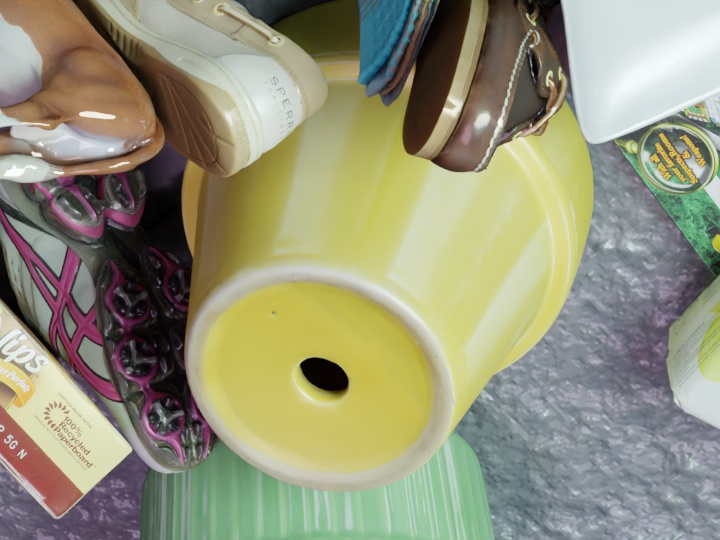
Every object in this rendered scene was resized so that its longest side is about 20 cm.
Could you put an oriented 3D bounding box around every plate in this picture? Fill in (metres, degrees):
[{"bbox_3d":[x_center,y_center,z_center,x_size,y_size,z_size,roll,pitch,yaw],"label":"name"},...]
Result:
[{"bbox_3d":[0.166,-0.173,1.253,0.200,0.032,0.200,-24,130,-10],"label":"plate"}]

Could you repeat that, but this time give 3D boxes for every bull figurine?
[{"bbox_3d":[-0.173,-0.108,1.337,0.200,0.121,0.065,43,131,36],"label":"bull figurine"}]

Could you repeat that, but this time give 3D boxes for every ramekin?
[{"bbox_3d":[-0.023,0.147,1.494,0.200,0.098,0.200,-3,154,-2],"label":"ramekin"}]

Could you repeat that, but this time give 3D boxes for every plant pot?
[{"bbox_3d":[0.000,0.000,1.377,0.200,0.189,0.201,7,126,10],"label":"plant pot"}]

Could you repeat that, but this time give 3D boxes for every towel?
[{"bbox_3d":[0.027,-0.189,1.244,0.022,0.147,0.200,5,143,-16],"label":"towel"}]

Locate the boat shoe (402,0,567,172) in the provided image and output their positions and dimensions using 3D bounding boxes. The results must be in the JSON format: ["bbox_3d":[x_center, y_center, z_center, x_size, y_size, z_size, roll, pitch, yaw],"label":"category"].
[{"bbox_3d":[0.060,-0.092,1.273,0.070,0.200,0.070,26,114,-9],"label":"boat shoe"}]

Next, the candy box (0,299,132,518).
[{"bbox_3d":[-0.192,0.046,1.460,0.055,0.200,0.115,-42,110,-7],"label":"candy box"}]

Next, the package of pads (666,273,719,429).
[{"bbox_3d":[0.267,0.041,1.391,0.200,0.068,0.155,26,129,-16],"label":"package of pads"}]

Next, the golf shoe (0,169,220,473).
[{"bbox_3d":[-0.130,0.017,1.460,0.092,0.073,0.200,-40,68,47],"label":"golf shoe"}]

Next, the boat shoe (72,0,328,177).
[{"bbox_3d":[-0.080,-0.103,1.359,0.069,0.200,0.074,-26,125,-20],"label":"boat shoe"}]

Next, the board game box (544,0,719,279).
[{"bbox_3d":[0.178,-0.070,1.384,0.105,0.023,0.200,-28,112,27],"label":"board game box"}]
